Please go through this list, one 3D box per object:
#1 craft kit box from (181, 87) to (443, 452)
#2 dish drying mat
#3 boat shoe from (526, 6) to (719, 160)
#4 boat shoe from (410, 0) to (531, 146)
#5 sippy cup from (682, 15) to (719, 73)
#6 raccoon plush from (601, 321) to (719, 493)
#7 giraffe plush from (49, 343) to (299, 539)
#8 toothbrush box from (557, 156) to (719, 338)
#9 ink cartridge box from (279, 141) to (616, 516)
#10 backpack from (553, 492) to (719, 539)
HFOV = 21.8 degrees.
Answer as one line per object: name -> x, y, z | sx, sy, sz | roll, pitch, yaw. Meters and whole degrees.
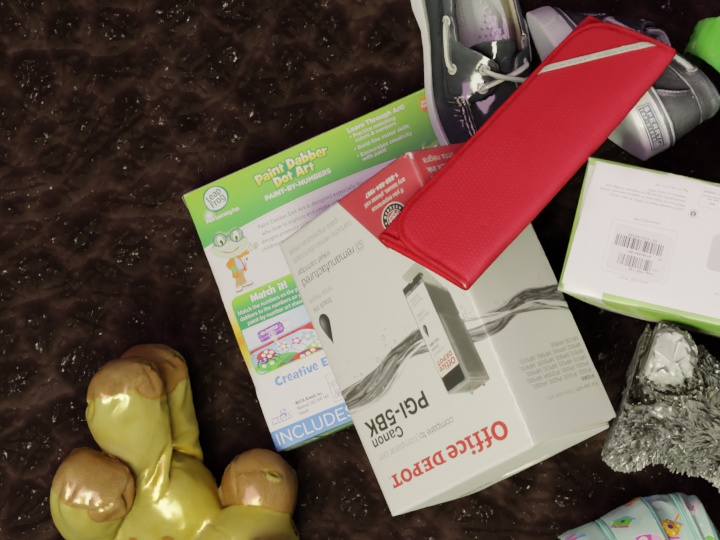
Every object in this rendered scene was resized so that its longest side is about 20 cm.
craft kit box -> 0.000, 0.000, 1.308 | 0.200, 0.049, 0.198 | -22, 82, 12
dish drying mat -> 0.100, -0.075, 1.121 | 0.077, 0.018, 0.200 | 31, 69, 38
boat shoe -> 0.170, -0.134, 1.219 | 0.068, 0.200, 0.072 | -27, 116, -6
boat shoe -> 0.082, -0.146, 1.273 | 0.076, 0.060, 0.200 | -12, 78, -31
sippy cup -> 0.302, -0.108, 1.191 | 0.140, 0.130, 0.178 | -31, 78, 9
raccoon plush -> 0.227, 0.099, 1.155 | 0.134, 0.200, 0.097 | 19, 89, 5
giraffe plush -> -0.112, 0.165, 1.273 | 0.162, 0.173, 0.200 | 17, 98, 8
toothbrush box -> 0.215, -0.005, 1.169 | 0.146, 0.200, 0.086 | 13, 90, 15
ink cartridge box -> 0.052, 0.038, 1.196 | 0.147, 0.083, 0.200 | -34, 75, 44
backpack -> 0.198, 0.245, 1.187 | 0.127, 0.167, 0.200 | -21, 76, -8
